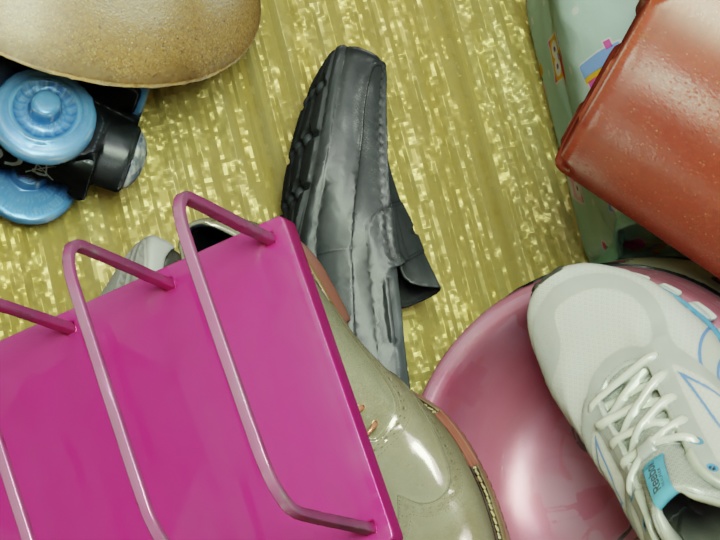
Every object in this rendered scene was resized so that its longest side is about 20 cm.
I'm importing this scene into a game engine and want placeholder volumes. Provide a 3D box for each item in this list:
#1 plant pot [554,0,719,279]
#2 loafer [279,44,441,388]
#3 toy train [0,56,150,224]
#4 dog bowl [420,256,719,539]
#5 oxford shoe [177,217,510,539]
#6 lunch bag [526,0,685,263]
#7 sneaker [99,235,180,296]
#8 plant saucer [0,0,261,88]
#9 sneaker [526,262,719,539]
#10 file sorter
[{"bbox_3d":[0.195,-0.058,1.080,0.195,0.201,0.201,29,70,1],"label":"plant pot"},{"bbox_3d":[0.000,0.000,1.203,0.070,0.068,0.201,6,77,-13],"label":"loafer"},{"bbox_3d":[-0.183,-0.100,1.199,0.200,0.087,0.114,18,62,-4],"label":"toy train"},{"bbox_3d":[0.107,0.087,1.132,0.200,0.074,0.200,-5,79,25],"label":"dog bowl"},{"bbox_3d":[-0.015,0.060,1.111,0.071,0.074,0.200,-43,68,7],"label":"oxford shoe"},{"bbox_3d":[0.187,-0.096,1.234,0.200,0.122,0.170,-12,73,-6],"label":"lunch bag"},{"bbox_3d":[-0.074,0.081,1.164,0.082,0.077,0.200,12,57,-26],"label":"sneaker"},{"bbox_3d":[-0.130,-0.158,1.194,0.200,0.035,0.200,19,37,-15],"label":"plant saucer"},{"bbox_3d":[0.124,0.071,1.038,0.075,0.087,0.200,-45,64,15],"label":"sneaker"},{"bbox_3d":[-0.113,0.070,1.036,0.200,0.125,0.139,-24,73,13],"label":"file sorter"}]
